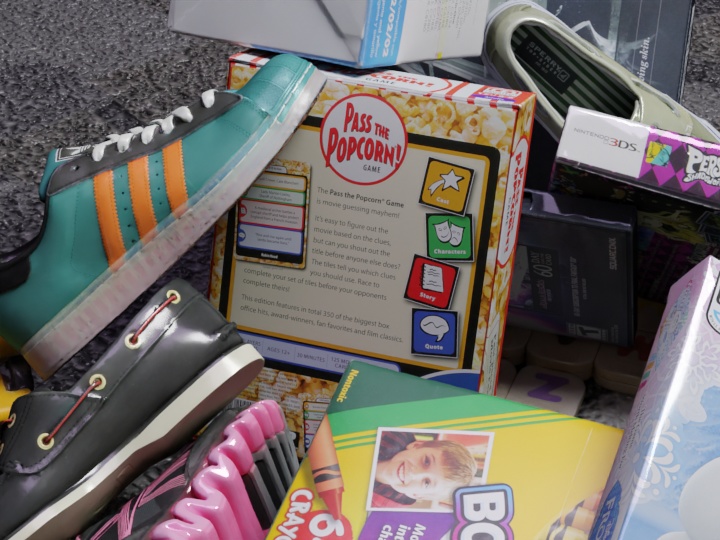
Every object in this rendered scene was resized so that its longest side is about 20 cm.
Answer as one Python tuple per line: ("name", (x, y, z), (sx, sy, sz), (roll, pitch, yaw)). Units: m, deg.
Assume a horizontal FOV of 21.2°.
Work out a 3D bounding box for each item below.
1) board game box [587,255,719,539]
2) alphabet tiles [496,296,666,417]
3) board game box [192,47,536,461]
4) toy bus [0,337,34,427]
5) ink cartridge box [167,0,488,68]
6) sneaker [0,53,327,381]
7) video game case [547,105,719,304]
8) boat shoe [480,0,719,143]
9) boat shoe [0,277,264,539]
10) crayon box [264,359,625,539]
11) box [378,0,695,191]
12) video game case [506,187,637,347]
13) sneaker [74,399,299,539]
("board game box", (0.189, 0.126, 0.769), (0.199, 0.043, 0.200), (27, 61, -7))
("alphabet tiles", (0.086, 0.024, 1.119), (0.198, 0.015, 0.196), (11, 32, 15))
("board game box", (0.000, 0.000, 0.967), (0.150, 0.202, 0.046), (11, 16, 13))
("toy bus", (-0.216, 0.047, 0.994), (0.064, 0.079, 0.200), (-8, 32, -19))
("ink cartridge box", (-0.002, -0.153, 1.027), (0.114, 0.069, 0.200), (14, 14, 23))
("sneaker", (-0.105, -0.041, 0.909), (0.080, 0.200, 0.071), (46, 5, -4))
("video game case", (0.186, -0.019, 1.026), (0.180, 0.200, 0.036), (15, 76, 6))
("boat shoe", (0.147, -0.076, 1.089), (0.199, 0.072, 0.062), (36, 11, -9))
("boat shoe", (-0.137, 0.086, 0.889), (0.201, 0.074, 0.063), (-43, 81, -16))
("crayon box", (0.042, 0.147, 0.812), (0.171, 0.059, 0.201), (12, 51, 18))
("box", (0.104, -0.136, 1.184), (0.195, 0.202, 0.124), (8, 13, 10))
("video game case", (0.051, -0.011, 1.039), (0.198, 0.143, 0.019), (9, 65, 13))
("sneaker", (-0.092, 0.123, 0.896), (0.095, 0.080, 0.200), (-8, 20, 25))
